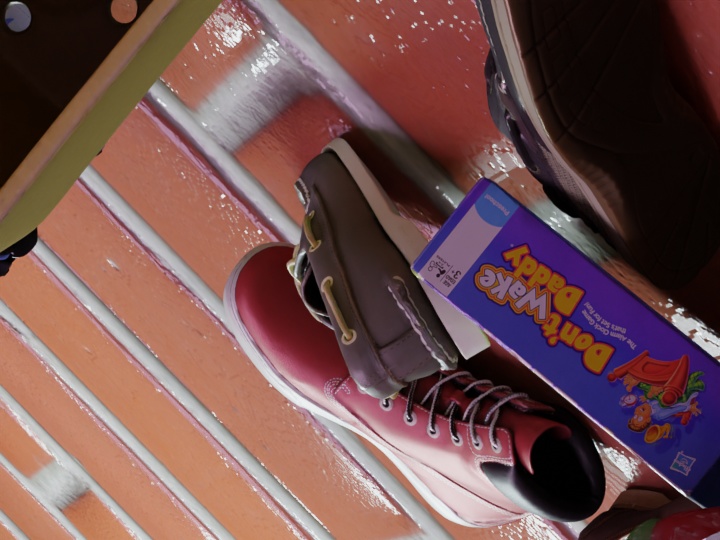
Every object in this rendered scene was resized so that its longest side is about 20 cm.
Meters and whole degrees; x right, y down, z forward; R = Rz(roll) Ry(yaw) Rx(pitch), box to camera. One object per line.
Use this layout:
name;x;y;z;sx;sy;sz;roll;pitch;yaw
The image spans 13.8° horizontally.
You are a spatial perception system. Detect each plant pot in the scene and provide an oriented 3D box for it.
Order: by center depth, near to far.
plant pot;-0.155;-0.134;1.248;0.195;0.194;0.200;42;-168;6

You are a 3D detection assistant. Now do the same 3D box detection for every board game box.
board game box;0.102;0.037;1.185;0.134;0.045;0.200;40;-179;15

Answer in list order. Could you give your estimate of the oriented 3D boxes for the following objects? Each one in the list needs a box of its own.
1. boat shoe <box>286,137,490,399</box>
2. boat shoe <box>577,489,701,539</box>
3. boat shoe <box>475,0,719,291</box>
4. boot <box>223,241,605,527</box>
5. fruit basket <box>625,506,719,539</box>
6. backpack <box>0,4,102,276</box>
boat shoe;-0.002;-0.002;1.349;0.072;0.060;0.202;57;179;-26
boat shoe;0.153;0.144;1.403;0.070;0.070;0.200;47;161;-6
boat shoe;0.076;-0.068;1.092;0.066;0.072;0.201;21;156;40
boot;0.030;0.054;1.476;0.200;0.073;0.144;40;163;-14
fruit basket;0.153;0.106;1.085;0.200;0.094;0.185;9;150;-40
backpack;-0.232;-0.122;1.484;0.200;0.147;0.183;37;-178;-33
